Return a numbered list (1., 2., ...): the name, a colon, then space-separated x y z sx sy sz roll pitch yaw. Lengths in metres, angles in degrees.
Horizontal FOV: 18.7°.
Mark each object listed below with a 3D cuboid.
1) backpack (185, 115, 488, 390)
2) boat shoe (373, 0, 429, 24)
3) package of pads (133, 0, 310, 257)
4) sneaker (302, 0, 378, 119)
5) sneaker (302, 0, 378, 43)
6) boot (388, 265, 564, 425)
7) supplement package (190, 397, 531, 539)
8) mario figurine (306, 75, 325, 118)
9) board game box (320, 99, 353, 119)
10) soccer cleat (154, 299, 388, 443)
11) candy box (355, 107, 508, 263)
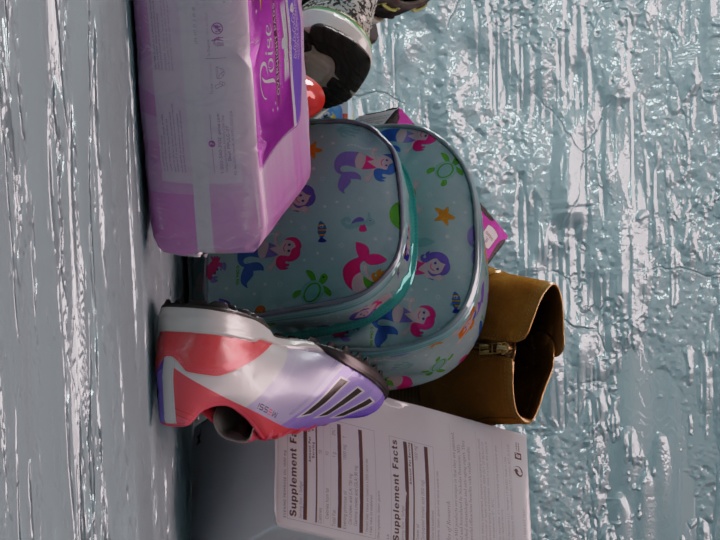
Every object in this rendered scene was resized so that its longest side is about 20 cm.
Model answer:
1. backpack: -0.015 -0.011 1.429 0.151 0.198 0.179 85 4 -66
2. boat shoe: 0.006 -0.222 1.585 0.201 0.060 0.072 1 76 -76
3. package of pads: -0.077 -0.119 1.223 0.121 0.075 0.202 -62 152 -64
4. sneaker: -0.039 -0.142 1.488 0.200 0.077 0.089 -27 -152 55
5. sneaker: -0.058 -0.183 1.669 0.200 0.114 0.076 -28 104 -79
6. boot: 0.080 0.010 1.505 0.070 0.143 0.203 16 73 -44
7. supplement package: 0.000 0.154 1.430 0.114 0.199 0.110 -37 -135 47
8. mario figurine: -0.094 -0.156 1.361 0.106 0.123 0.202 -11 -93 50
9. board game box: -0.055 -0.073 1.823 0.201 0.104 0.104 85 4 -59
10. soccer cleat: -0.054 0.072 1.300 0.200 0.068 0.074 24 72 -54
11. candy box: 0.000 0.000 1.584 0.200 0.137 0.061 -52 -158 -24
